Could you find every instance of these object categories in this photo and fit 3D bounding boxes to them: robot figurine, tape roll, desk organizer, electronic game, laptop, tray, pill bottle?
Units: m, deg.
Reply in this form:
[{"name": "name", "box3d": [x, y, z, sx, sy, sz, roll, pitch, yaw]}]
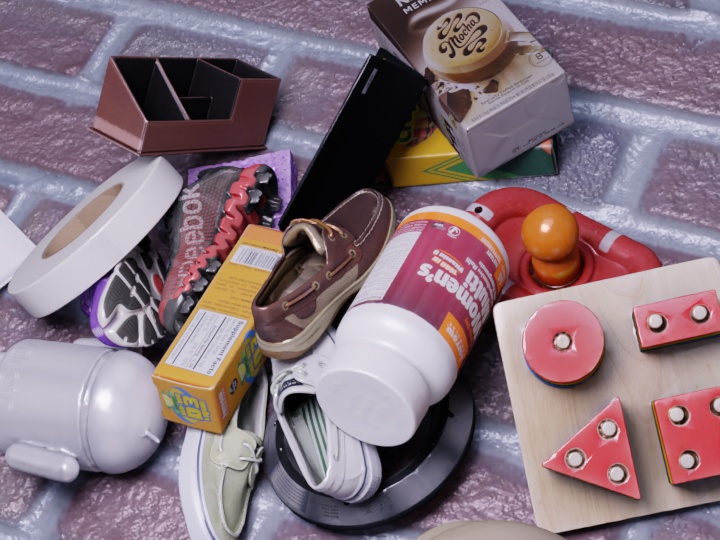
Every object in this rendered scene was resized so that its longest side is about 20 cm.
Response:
[{"name": "robot figurine", "box3d": [-0.261, 0.125, 1.479, 0.199, 0.113, 0.170, 5, 46, 17]}, {"name": "tape roll", "box3d": [-0.258, -0.036, 1.566, 0.202, 0.037, 0.203, -37, 18, 14]}, {"name": "desk organizer", "box3d": [-0.170, -0.165, 1.605, 0.071, 0.200, 0.077, 27, 110, 29]}, {"name": "electronic game", "box3d": [0.006, 0.142, 1.440, 0.199, 0.042, 0.201, -12, 48, 14]}, {"name": "laptop", "box3d": [-0.024, -0.128, 1.511, 0.178, 0.103, 0.200, -60, 27, 10]}, {"name": "tray", "box3d": [-0.423, -0.033, 1.689, 0.107, 0.022, 0.200, -41, 56, -13]}, {"name": "pill bottle", "box3d": [0.044, 0.046, 1.372, 0.109, 0.110, 0.200, 12, 47, 22]}]

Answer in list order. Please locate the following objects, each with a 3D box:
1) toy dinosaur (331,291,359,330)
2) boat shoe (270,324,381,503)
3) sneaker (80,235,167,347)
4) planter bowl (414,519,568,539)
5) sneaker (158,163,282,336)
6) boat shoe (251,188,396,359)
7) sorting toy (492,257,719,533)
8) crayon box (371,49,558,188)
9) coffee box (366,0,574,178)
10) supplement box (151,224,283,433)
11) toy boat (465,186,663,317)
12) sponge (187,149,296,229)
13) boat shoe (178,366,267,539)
[{"name": "toy dinosaur", "box3d": [0.000, 0.000, 1.504, 0.102, 0.077, 0.200, 3, 45, 27]}, {"name": "boat shoe", "box3d": [-0.042, 0.106, 1.387, 0.074, 0.067, 0.201, -46, 52, 23]}, {"name": "sneaker", "box3d": [-0.233, 0.030, 1.538, 0.083, 0.081, 0.200, -30, 17, 8]}, {"name": "planter bowl", "box3d": [0.097, 0.275, 1.250, 0.200, 0.201, 0.135, -32, 27, -8]}, {"name": "sneaker", "box3d": [-0.154, -0.023, 1.544, 0.097, 0.071, 0.201, 12, 58, 21]}, {"name": "boat shoe", "box3d": [-0.035, -0.014, 1.418, 0.072, 0.072, 0.200, 11, 49, 36]}, {"name": "sorting toy", "box3d": [0.224, 0.103, 1.343, 0.198, 0.070, 0.201, -12, 81, 6]}, {"name": "crayon box", "box3d": [0.096, -0.150, 1.615, 0.199, 0.051, 0.128, -5, 55, 12]}, {"name": "coffee box", "box3d": [0.105, -0.201, 1.566, 0.113, 0.080, 0.200, -30, 54, -7]}, {"name": "supplement box", "box3d": [-0.113, 0.051, 1.464, 0.068, 0.067, 0.200, 15, 50, 21]}, {"name": "toy boat", "box3d": [0.173, -0.013, 1.448, 0.199, 0.131, 0.131, 29, 67, 30]}, {"name": "sponge", "box3d": [-0.118, -0.028, 1.599, 0.111, 0.030, 0.201, -9, 55, 9]}, {"name": "boat shoe", "box3d": [-0.119, 0.161, 1.438, 0.062, 0.072, 0.201, -20, 49, 21]}]
